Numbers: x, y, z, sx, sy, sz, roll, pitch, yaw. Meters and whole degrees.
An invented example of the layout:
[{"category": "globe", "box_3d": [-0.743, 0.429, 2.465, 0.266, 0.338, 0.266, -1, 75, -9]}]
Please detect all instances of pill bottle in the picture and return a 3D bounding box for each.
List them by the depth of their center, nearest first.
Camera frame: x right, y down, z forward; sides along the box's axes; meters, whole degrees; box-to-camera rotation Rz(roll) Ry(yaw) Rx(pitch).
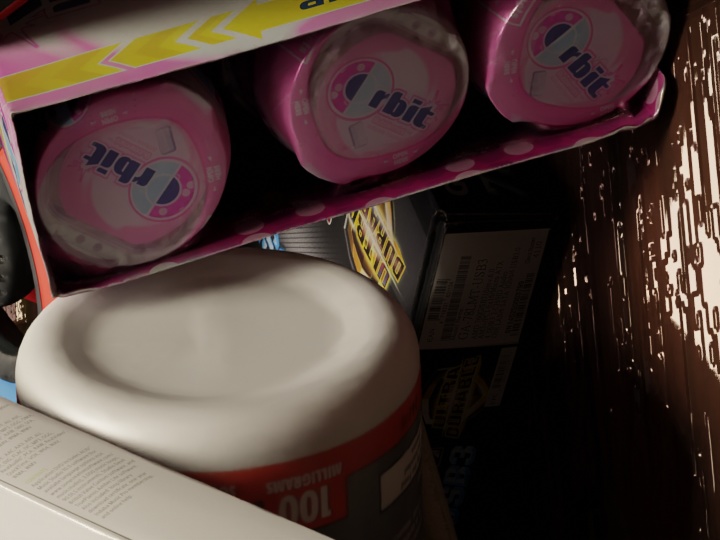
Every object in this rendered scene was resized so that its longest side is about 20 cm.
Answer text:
[{"category": "pill bottle", "box_3d": [-0.038, 0.105, 0.676, 0.116, 0.115, 0.201, -129, 33, -58]}]

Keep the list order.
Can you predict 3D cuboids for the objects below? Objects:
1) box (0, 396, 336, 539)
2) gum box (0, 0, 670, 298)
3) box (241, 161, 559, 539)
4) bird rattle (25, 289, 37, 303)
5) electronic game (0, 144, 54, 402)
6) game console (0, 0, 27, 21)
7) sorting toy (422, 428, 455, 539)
[{"category": "box", "box_3d": [-0.077, 0.112, 0.606, 0.200, 0.036, 0.145, 19, 123, 33]}, {"category": "gum box", "box_3d": [-0.014, -0.073, 0.684, 0.114, 0.199, 0.066, -121, 17, -54]}, {"category": "box", "box_3d": [0.000, 0.000, 0.854, 0.200, 0.050, 0.199, -114, 31, -47]}, {"category": "bird rattle", "box_3d": [-0.094, 0.039, 0.995, 0.163, 0.112, 0.201, 149, 114, -68]}, {"category": "electronic game", "box_3d": [-0.159, -0.023, 0.928, 0.200, 0.042, 0.201, 40, 141, 42]}, {"category": "game console", "box_3d": [-0.136, -0.159, 0.644, 0.200, 0.119, 0.173, -29, 42, 38]}, {"category": "sorting toy", "box_3d": [-0.018, 0.106, 0.793, 0.185, 0.036, 0.201, -12, 99, 53]}]
